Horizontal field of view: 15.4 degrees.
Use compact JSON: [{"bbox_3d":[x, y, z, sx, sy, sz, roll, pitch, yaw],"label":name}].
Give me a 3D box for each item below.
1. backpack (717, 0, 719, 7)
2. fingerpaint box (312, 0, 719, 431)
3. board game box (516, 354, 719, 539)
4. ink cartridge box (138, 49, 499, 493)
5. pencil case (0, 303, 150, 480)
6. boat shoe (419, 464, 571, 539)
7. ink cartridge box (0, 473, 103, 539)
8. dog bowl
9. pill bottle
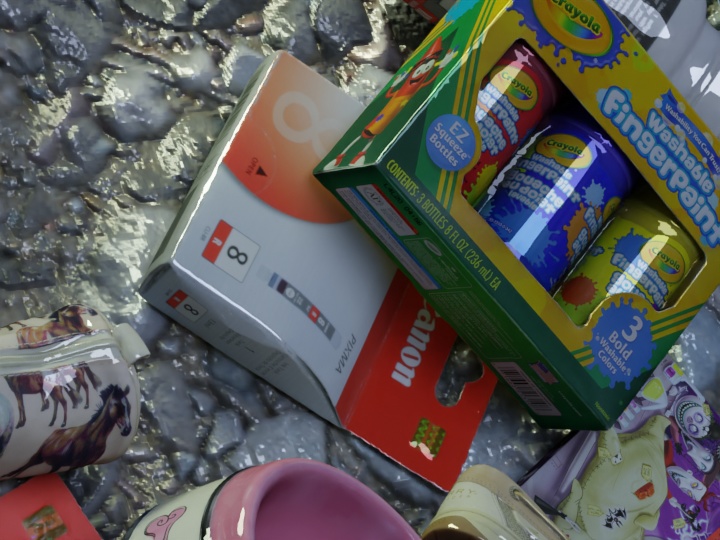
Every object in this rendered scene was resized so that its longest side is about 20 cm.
[{"bbox_3d":[0.324,-0.167,1.625,0.200,0.183,0.147,49,28,6],"label":"backpack"},{"bbox_3d":[0.102,-0.042,1.425,0.200,0.073,0.167,48,67,-19],"label":"fingerpaint box"},{"bbox_3d":[0.142,0.142,1.438,0.120,0.032,0.200,52,51,-2],"label":"board game box"},{"bbox_3d":[0.000,0.000,1.415,0.199,0.050,0.163,32,53,-9],"label":"ink cartridge box"},{"bbox_3d":[-0.198,0.063,1.235,0.199,0.089,0.078,-8,68,-35],"label":"pencil case"},{"bbox_3d":[0.113,0.180,1.337,0.200,0.072,0.065,45,43,-10],"label":"boat shoe"},{"bbox_3d":[-0.136,0.201,1.224,0.162,0.057,0.201,-30,87,-38],"label":"ink cartridge box"},{"bbox_3d":[-0.020,0.176,1.243,0.200,0.074,0.201,38,30,-27],"label":"dog bowl"},{"bbox_3d":[0.125,-0.147,1.528,0.200,0.116,0.116,38,51,-8],"label":"pill bottle"}]
